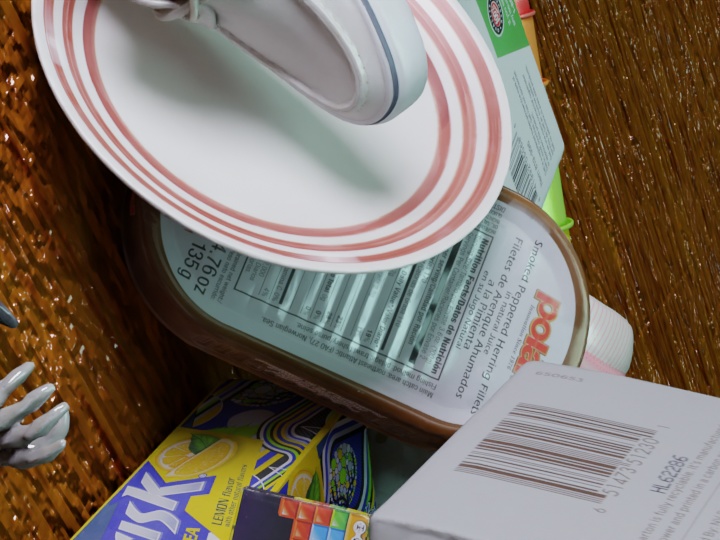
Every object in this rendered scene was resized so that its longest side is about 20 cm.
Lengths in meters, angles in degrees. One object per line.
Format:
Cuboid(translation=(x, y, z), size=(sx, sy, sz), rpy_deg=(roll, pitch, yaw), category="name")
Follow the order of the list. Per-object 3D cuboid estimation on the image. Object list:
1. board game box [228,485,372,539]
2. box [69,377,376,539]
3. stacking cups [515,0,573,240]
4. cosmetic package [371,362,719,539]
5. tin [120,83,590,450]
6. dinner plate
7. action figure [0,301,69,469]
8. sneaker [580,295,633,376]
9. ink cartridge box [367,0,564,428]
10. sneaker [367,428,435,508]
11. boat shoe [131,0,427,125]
Cuboid(translation=(-0.007, 0.179, 0.859), size=(0.200, 0.057, 0.166), rpy_deg=(34, 69, -68), category="board game box")
Cuboid(translation=(-0.063, 0.116, 0.867), size=(0.200, 0.070, 0.064), rpy_deg=(-48, 136, -55), category="box")
Cuboid(translation=(0.078, -0.080, 1.216), size=(0.060, 0.060, 0.201), rpy_deg=(-26, 107, -63), category="stacking cups")
Cuboid(translation=(0.102, 0.165, 0.804), size=(0.167, 0.166, 0.201), rpy_deg=(-38, 136, -60), category="cosmetic package")
Cuboid(translation=(0.000, 0.000, 0.895), size=(0.112, 0.200, 0.042), rpy_deg=(-67, -168, -9), category="tin")
Cuboid(translation=(-0.034, -0.077, 0.861), size=(0.024, 0.200, 0.200), rpy_deg=(-55, -171, 48), category="dinner plate")
Cuboid(translation=(-0.145, 0.028, 0.665), size=(0.119, 0.102, 0.200), rpy_deg=(45, 49, -40), category="action figure")
Cuboid(translation=(0.097, 0.074, 1.034), size=(0.200, 0.075, 0.105), rpy_deg=(62, 45, -55), category="sneaker")
Cuboid(translation=(0.019, -0.044, 1.039), size=(0.200, 0.083, 0.147), rpy_deg=(-66, 145, -42), category="ink cartridge box")
Cuboid(translation=(0.045, 0.157, 1.098), size=(0.200, 0.073, 0.116), rpy_deg=(58, 41, -46), category="sneaker")
Cuboid(translation=(-0.061, -0.123, 0.807), size=(0.200, 0.072, 0.066), rpy_deg=(49, 49, -5), category="boat shoe")
